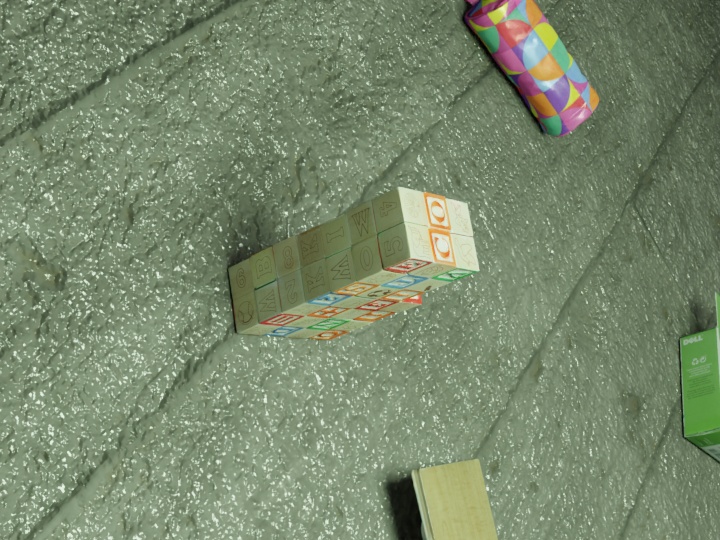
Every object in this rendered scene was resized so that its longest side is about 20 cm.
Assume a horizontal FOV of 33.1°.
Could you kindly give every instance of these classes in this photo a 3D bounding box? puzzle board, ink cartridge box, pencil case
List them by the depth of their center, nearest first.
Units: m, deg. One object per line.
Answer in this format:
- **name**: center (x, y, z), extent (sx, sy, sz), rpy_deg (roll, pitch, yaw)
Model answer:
- **puzzle board**: center (0.099, 0.278, 1.112), extent (0.150, 0.017, 0.202), rpy_deg (10, 65, -64)
- **pencil case**: center (0.208, -0.259, 1.467), extent (0.200, 0.088, 0.089), rpy_deg (51, 41, -21)
- **ink cartridge box**: center (0.479, 0.144, 1.621), extent (0.103, 0.059, 0.202), rpy_deg (33, 50, -37)

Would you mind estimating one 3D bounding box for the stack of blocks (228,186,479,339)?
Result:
- **stack of blocks**: center (0.000, 0.000, 0.999), extent (0.114, 0.199, 0.059), rpy_deg (7, 67, -47)
